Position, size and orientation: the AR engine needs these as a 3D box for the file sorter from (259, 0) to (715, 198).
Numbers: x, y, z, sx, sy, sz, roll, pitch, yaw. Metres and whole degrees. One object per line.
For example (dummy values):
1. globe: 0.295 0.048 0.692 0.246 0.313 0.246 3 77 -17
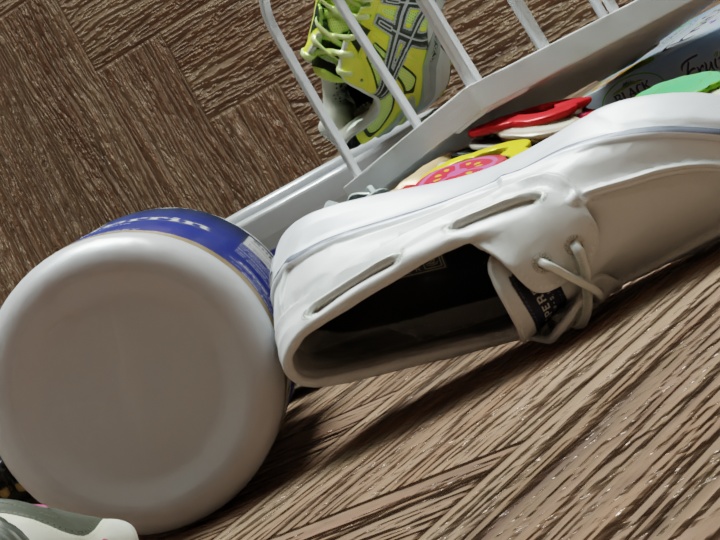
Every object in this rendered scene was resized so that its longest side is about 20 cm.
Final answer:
1. file sorter: 0.069 -0.142 1.093 0.200 0.125 0.139 -29 -4 -30

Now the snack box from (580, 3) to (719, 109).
1. snack box: 0.231 -0.131 1.198 0.200 0.053 0.142 -26 5 37

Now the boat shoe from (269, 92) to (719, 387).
1. boat shoe: 0.062 -0.002 0.808 0.200 0.074 0.065 -20 40 17

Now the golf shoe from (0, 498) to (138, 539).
1. golf shoe: -0.156 0.124 0.769 0.088 0.077 0.200 -6 -9 -41

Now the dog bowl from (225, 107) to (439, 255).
1. dog bowl: -0.022 -0.015 1.308 0.200 0.079 0.200 -29 4 2

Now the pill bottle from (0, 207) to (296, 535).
1. pill bottle: -0.083 0.034 0.920 0.116 0.116 0.200 -29 4 4

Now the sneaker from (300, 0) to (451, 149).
1. sneaker: 0.007 -0.142 1.212 0.076 0.075 0.200 -47 -31 -27

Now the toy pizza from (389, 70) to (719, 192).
1. toy pizza: 0.094 -0.050 0.952 0.200 0.032 0.200 -14 14 4

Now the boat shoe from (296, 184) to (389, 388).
1. boat shoe: 0.000 0.000 1.046 0.201 0.072 0.070 -26 4 15

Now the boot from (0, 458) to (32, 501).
1. boot: -0.151 0.081 1.170 0.138 0.078 0.200 -33 -8 -4
